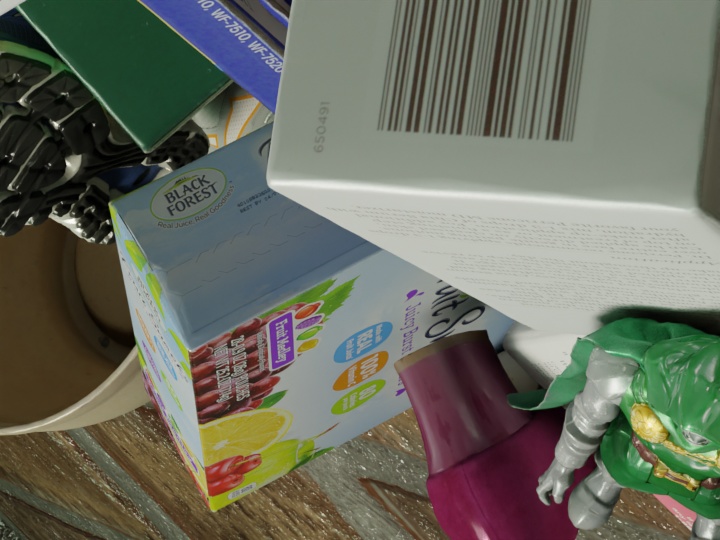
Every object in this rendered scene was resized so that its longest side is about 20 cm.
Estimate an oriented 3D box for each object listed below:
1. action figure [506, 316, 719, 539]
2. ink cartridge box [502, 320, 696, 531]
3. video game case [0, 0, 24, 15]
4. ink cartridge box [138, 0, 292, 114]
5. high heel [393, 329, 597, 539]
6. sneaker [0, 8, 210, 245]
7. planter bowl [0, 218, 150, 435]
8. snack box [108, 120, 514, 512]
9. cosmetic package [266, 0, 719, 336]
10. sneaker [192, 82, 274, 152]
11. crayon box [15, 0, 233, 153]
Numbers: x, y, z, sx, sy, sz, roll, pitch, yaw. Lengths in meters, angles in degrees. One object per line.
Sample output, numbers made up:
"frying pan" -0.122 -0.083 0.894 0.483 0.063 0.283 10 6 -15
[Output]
"action figure" 0.091 0.049 0.659 0.117 0.055 0.200 18 168 8
"ink cartridge box" 0.155 0.036 0.775 0.146 0.085 0.200 44 164 -11
"video game case" -0.112 -0.149 0.621 0.181 0.201 0.023 -25 147 29
"ink cartridge box" -0.057 -0.113 0.710 0.197 0.047 0.201 38 -155 -51
"high heel" 0.076 0.071 0.905 0.200 0.067 0.097 -5 -110 -59
"sneaker" -0.134 -0.063 0.860 0.089 0.079 0.200 46 -171 17
"planter bowl" -0.133 -0.016 1.147 0.200 0.201 0.135 32 -172 29
"snack box" 0.000 0.000 0.872 0.068 0.168 0.200 59 168 17
"cosmetic package" 0.064 -0.030 0.579 0.101 0.072 0.200 5 171 22
"sneaker" -0.033 -0.074 0.946 0.092 0.076 0.200 52 159 -5
"crayon box" -0.119 -0.150 0.837 0.173 0.058 0.200 48 -173 -22
